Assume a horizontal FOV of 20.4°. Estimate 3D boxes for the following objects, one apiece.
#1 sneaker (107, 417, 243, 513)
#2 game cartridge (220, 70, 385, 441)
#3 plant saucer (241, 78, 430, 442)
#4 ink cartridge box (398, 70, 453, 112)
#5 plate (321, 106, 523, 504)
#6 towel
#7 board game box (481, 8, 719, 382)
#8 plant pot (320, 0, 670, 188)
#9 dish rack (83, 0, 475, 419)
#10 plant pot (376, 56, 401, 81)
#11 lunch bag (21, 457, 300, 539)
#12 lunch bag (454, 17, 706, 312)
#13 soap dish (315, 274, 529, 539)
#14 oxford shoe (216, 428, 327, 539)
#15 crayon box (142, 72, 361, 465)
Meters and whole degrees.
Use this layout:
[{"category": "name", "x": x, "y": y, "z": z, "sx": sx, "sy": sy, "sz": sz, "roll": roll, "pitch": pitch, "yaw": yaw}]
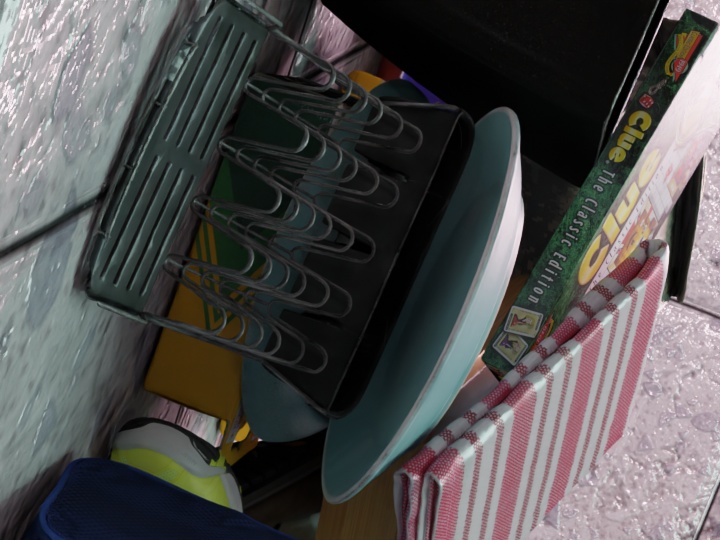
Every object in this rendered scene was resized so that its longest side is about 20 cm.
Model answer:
[{"category": "sneaker", "x": -0.109, "y": 0.158, "z": 0.987, "sx": 0.077, "sy": 0.075, "sz": 0.201, "roll": -62, "pitch": 169, "yaw": -51}, {"category": "game cartridge", "x": -0.039, "y": -0.003, "z": 1.289, "sx": 0.177, "sy": 0.032, "sz": 0.201, "roll": 101, "pitch": 14, "yaw": -58}, {"category": "plant saucer", "x": 0.000, "y": 0.000, "z": 1.036, "sx": 0.200, "sy": 0.027, "sz": 0.201, "roll": -54, "pitch": 156, "yaw": -37}, {"category": "ink cartridge box", "x": 0.013, "y": -0.032, "z": 1.199, "sx": 0.200, "sy": 0.043, "sz": 0.199, "roll": 106, "pitch": 5, "yaw": -72}, {"category": "plate", "x": 0.034, "y": 0.019, "z": 0.933, "sx": 0.200, "sy": 0.025, "sz": 0.201, "roll": -90, "pitch": -154, "yaw": -69}, {"category": "towel", "x": 0.079, "y": 0.082, "z": 0.974, "sx": 0.200, "sy": 0.030, "sz": 0.147, "roll": -40, "pitch": 153, "yaw": -33}, {"category": "board game box", "x": 0.128, "y": -0.025, "z": 1.007, "sx": 0.201, "sy": 0.023, "sz": 0.105, "roll": -59, "pitch": 156, "yaw": -6}, {"category": "plant pot", "x": 0.080, "y": -0.181, "z": 1.018, "sx": 0.200, "sy": 0.176, "sz": 0.201, "roll": 62, "pitch": 52, "yaw": -82}, {"category": "dish rack", "x": -0.035, "y": -0.028, "z": 0.863, "sx": 0.200, "sy": 0.054, "sz": 0.154, "roll": 27, "pitch": 86, "yaw": -62}, {"category": "plant pot", "x": 0.116, "y": -0.180, "z": 1.371, "sx": 0.200, "sy": 0.199, "sz": 0.179, "roll": -43, "pitch": 144, "yaw": -76}, {"category": "lunch bag", "x": -0.067, "y": 0.185, "z": 0.862, "sx": 0.136, "sy": 0.199, "sz": 0.133, "roll": -64, "pitch": 177, "yaw": -80}, {"category": "lunch bag", "x": 0.151, "y": -0.055, "z": 1.234, "sx": 0.200, "sy": 0.117, "sz": 0.165, "roll": -28, "pitch": 131, "yaw": -44}, {"category": "soap dish", "x": 0.048, "y": 0.097, "z": 1.101, "sx": 0.200, "sy": 0.081, "sz": 0.158, "roll": -36, "pitch": 141, "yaw": -58}, {"category": "oxford shoe", "x": -0.046, "y": 0.135, "z": 1.127, "sx": 0.199, "sy": 0.072, "sz": 0.085, "roll": -18, "pitch": 108, "yaw": -39}, {"category": "crayon box", "x": -0.055, "y": 0.000, "z": 1.041, "sx": 0.126, "sy": 0.051, "sz": 0.201, "roll": -25, "pitch": 135, "yaw": -81}]
